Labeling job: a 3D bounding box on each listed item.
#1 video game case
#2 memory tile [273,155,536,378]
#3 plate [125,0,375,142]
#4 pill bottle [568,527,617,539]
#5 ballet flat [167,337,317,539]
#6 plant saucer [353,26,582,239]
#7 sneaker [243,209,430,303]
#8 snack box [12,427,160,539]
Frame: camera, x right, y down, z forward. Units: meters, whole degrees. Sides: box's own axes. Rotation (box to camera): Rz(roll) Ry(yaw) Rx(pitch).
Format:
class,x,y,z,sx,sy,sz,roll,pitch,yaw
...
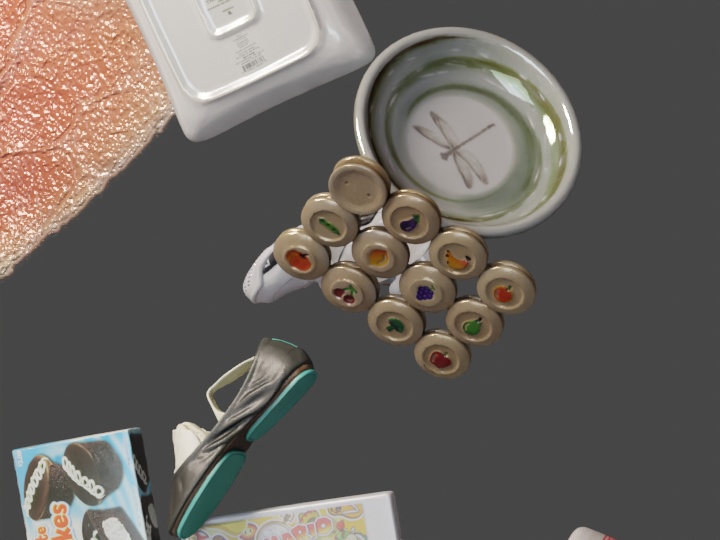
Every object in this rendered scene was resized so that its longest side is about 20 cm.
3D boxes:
class,x,y,z,sx,sy,sz,roll,pitch,yaw
video game case,-0.052,0.299,1.736,0.199,0.023,0.183,-10,88,14
memory tile,0.035,0.001,1.620,0.200,0.017,0.153,35,131,-9
plate,-0.112,-0.233,1.686,0.199,0.032,0.200,-23,95,23
pill bottle,0.250,0.300,1.615,0.200,0.112,0.113,23,95,13
ballet flat,-0.119,0.143,1.735,0.068,0.068,0.200,39,89,20
plant saucer,0.087,-0.110,1.658,0.199,0.050,0.201,6,65,-12
sneaker,0.000,0.000,1.694,0.200,0.075,0.115,-32,81,10
snack box,-0.241,0.251,1.774,0.116,0.037,0.201,-11,88,14
